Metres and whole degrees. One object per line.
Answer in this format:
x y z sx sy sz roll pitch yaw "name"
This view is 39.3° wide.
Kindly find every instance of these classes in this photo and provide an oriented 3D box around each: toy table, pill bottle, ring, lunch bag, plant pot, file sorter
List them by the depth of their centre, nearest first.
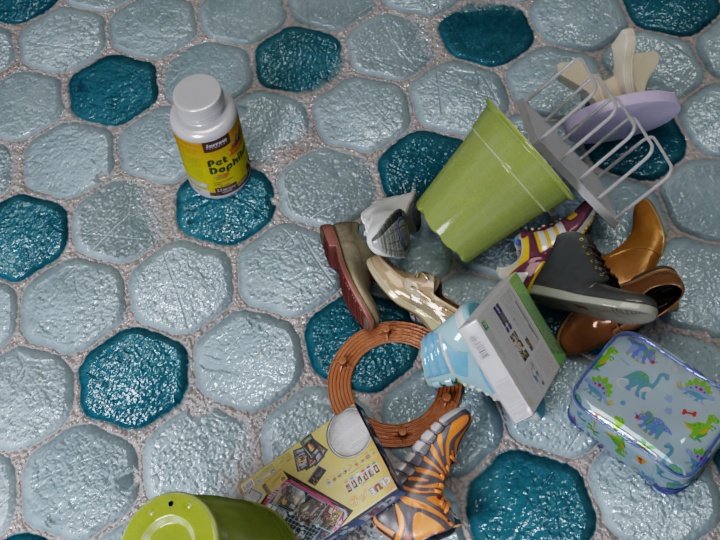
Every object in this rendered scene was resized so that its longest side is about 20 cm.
-0.193 0.355 1.220 0.197 0.193 0.204 -8 61 15 "plant pot"
0.397 0.188 1.371 0.199 0.083 0.161 34 67 23 "lunch bag"
0.049 0.159 1.457 0.196 0.019 0.204 -2 58 4 "ring"
0.349 -0.197 1.505 0.124 0.199 0.140 -40 26 21 "file sorter"
0.188 -0.119 1.520 0.190 0.200 0.201 -42 60 9 "plant pot"
-0.241 -0.215 1.612 0.107 0.201 0.111 -2 56 3 "pill bottle"
0.411 -0.291 1.633 0.196 0.184 0.119 -6 70 -24 "toy table"

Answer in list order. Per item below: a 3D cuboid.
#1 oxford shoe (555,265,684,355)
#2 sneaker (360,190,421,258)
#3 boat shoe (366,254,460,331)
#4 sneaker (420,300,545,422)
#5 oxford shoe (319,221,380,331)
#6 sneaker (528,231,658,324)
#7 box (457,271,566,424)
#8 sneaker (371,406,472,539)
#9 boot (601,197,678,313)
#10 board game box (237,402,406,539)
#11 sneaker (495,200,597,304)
0.364 0.061 1.422 0.198 0.071 0.072 -33 101 12 "oxford shoe"
0.037 -0.066 1.541 0.085 0.076 0.200 -3 16 16 "sneaker"
0.095 0.034 1.485 0.199 0.071 0.065 41 105 13 "boat shoe"
0.162 0.147 1.414 0.130 0.201 0.080 -31 13 29 "sneaker"
0.000 0.000 1.534 0.073 0.071 0.202 -15 58 -12 "oxford shoe"
0.329 0.005 1.396 0.198 0.074 0.108 13 76 44 "sneaker"
0.209 0.099 1.364 0.146 0.036 0.200 59 31 -3 "box"
0.106 0.285 1.345 0.112 0.078 0.200 38 78 21 "sneaker"
0.385 -0.016 1.511 0.141 0.071 0.205 -6 61 1 "boot"
-0.053 0.289 1.331 0.199 0.035 0.137 -35 58 8 "board game box"
0.286 -0.048 1.537 0.089 0.075 0.201 32 64 16 "sneaker"
